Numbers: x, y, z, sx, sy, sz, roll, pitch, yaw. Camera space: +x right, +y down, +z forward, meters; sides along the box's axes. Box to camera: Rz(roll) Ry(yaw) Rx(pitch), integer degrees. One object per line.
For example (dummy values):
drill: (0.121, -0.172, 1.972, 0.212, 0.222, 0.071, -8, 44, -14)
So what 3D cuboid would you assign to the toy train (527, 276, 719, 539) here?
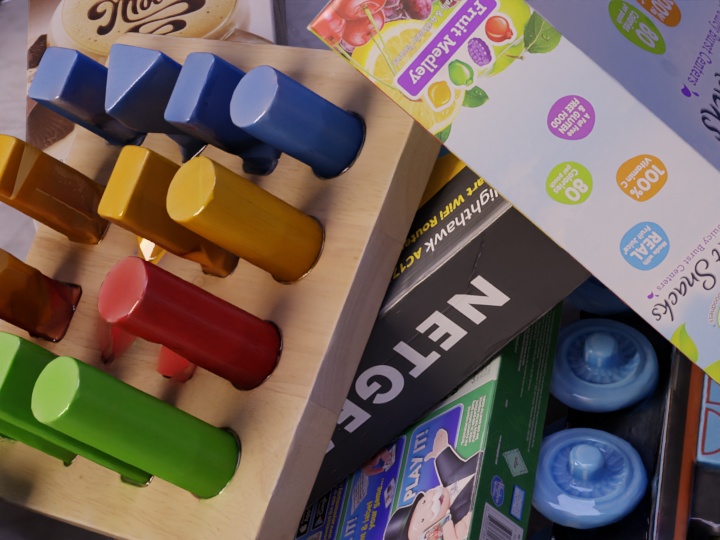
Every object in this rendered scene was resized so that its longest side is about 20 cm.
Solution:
toy train: (0.124, 0.060, 1.104, 0.114, 0.087, 0.200, 6, 47, 6)

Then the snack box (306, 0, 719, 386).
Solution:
snack box: (0.094, -0.069, 1.039, 0.200, 0.068, 0.169, 41, 27, -5)

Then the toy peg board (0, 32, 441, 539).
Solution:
toy peg board: (-0.092, -0.008, 1.074, 0.200, 0.098, 0.199, 10, 76, 48)

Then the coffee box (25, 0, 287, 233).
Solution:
coffee box: (-0.089, -0.091, 1.282, 0.113, 0.080, 0.200, -8, 45, 2)

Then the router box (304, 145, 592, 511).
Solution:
router box: (0.000, 0.000, 1.111, 0.200, 0.051, 0.149, -41, 30, 23)

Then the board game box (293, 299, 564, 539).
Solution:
board game box: (0.017, 0.060, 1.101, 0.135, 0.029, 0.200, -32, 32, 38)
